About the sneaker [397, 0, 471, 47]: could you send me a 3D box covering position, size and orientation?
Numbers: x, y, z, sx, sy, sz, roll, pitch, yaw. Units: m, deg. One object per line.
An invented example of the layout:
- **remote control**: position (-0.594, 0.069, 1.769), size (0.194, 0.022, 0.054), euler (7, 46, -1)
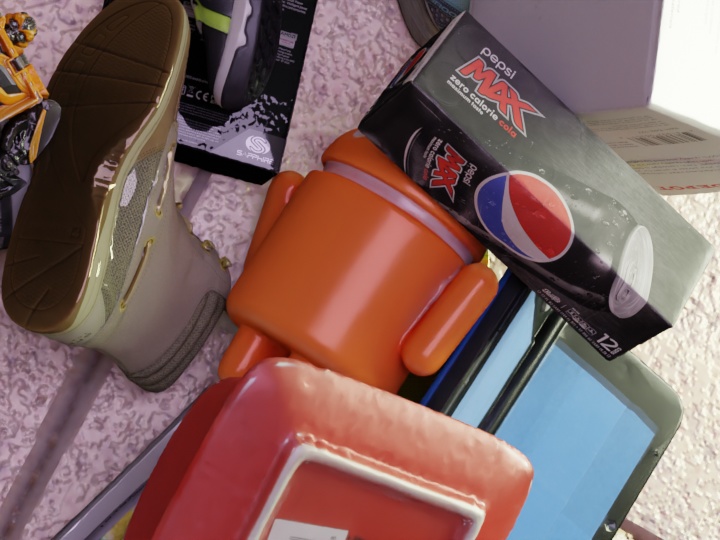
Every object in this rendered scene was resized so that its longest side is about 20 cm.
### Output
- **sneaker**: position (0.043, -0.235, 1.293), size (0.077, 0.086, 0.201), euler (-27, 91, -19)

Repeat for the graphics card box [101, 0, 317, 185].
- **graphics card box**: position (-0.089, -0.163, 1.262), size (0.125, 0.051, 0.201), euler (15, 77, -15)

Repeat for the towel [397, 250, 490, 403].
- **towel**: position (0.043, 0.022, 1.293), size (0.086, 0.018, 0.201), euler (0, 83, -16)

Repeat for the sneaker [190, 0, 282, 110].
- **sneaker**: position (-0.090, -0.190, 1.217), size (0.082, 0.072, 0.201), euler (-1, 81, 7)

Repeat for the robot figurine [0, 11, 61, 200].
- **robot figurine**: position (-0.249, -0.079, 1.074), size (0.200, 0.058, 0.145), euler (-34, 103, -17)

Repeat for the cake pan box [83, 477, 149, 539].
- **cake pan box**: position (-0.073, 0.209, 1.180), size (0.184, 0.052, 0.200), euler (-41, 95, -15)

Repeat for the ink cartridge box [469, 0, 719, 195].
- **ink cartridge box**: position (0.183, -0.137, 1.252), size (0.200, 0.147, 0.145), euler (16, 78, -44)

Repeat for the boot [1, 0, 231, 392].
- **boot**: position (-0.120, -0.041, 1.184), size (0.072, 0.155, 0.201), euler (10, 76, 26)

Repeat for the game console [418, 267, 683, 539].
- **game console**: position (0.108, 0.099, 1.241), size (0.118, 0.171, 0.200), euler (28, 69, 14)

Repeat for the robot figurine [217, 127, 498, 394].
- **robot figurine**: position (-0.002, -0.001, 1.218), size (0.116, 0.144, 0.200), euler (36, 81, -17)

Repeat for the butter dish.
- **butter dish**: position (-0.045, 0.136, 1.098), size (0.199, 0.148, 0.201), euler (23, 97, -35)

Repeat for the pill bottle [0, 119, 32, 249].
- **pill bottle**: position (-0.288, -0.050, 1.153), size (0.199, 0.114, 0.115), euler (-12, 86, -17)

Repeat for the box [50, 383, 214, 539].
- **box**: position (-0.070, 0.187, 1.226), size (0.144, 0.036, 0.200), euler (-45, 97, -17)

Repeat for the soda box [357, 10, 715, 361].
- **soda box**: position (0.099, -0.045, 1.166), size (0.200, 0.063, 0.071), euler (42, 54, -9)
